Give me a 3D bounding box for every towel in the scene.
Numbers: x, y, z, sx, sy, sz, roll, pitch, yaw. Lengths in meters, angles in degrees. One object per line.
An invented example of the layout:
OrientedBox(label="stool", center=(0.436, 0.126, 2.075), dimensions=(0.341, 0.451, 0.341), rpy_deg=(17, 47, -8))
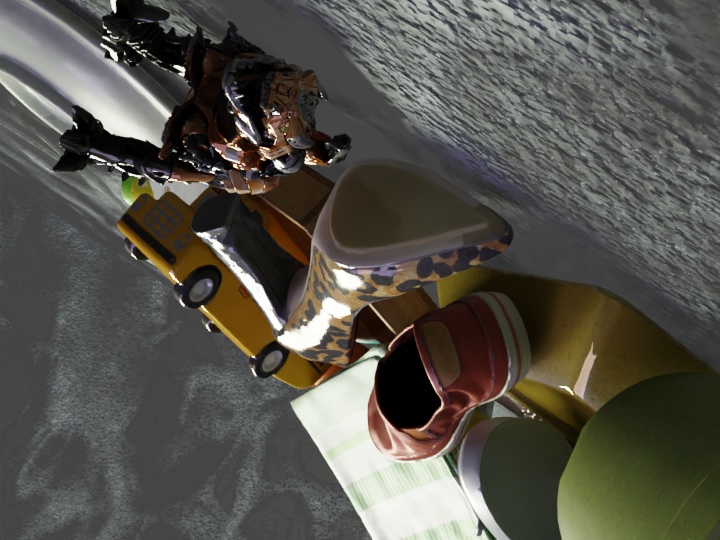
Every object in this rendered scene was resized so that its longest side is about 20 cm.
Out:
OrientedBox(label="towel", center=(0.034, 0.155, 0.871), dimensions=(0.201, 0.023, 0.152), rpy_deg=(59, 145, 4))

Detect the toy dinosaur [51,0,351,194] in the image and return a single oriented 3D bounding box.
OrientedBox(label="toy dinosaur", center=(-0.075, -0.071, 0.655), dimensions=(0.135, 0.103, 0.200), rpy_deg=(18, 152, -8))

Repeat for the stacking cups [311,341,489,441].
OrientedBox(label="stacking cups", center=(0.025, 0.088, 0.916), dimensions=(0.200, 0.061, 0.061), rpy_deg=(34, 173, 28))

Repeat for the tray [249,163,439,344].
OrientedBox(label="tray", center=(0.000, 0.000, 0.841), dimensions=(0.099, 0.037, 0.200), rpy_deg=(35, 170, 47))

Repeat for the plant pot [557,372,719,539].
OrientedBox(label="plant pot", center=(0.173, 0.124, 0.546), dimensions=(0.200, 0.200, 0.190), rpy_deg=(36, -179, -17))

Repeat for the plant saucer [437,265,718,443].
OrientedBox(label="plant saucer", center=(0.145, 0.075, 0.735), dimensions=(0.200, 0.049, 0.200), rpy_deg=(36, 171, -21))

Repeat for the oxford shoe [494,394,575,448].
OrientedBox(label="oxford shoe", center=(0.141, 0.115, 0.939), dimensions=(0.200, 0.073, 0.071), rpy_deg=(25, 170, 47))

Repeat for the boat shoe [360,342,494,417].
OrientedBox(label="boat shoe", center=(0.033, 0.088, 1.054), dimensions=(0.201, 0.065, 0.074), rpy_deg=(23, 150, -35))

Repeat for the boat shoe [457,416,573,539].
OrientedBox(label="boat shoe", center=(0.102, 0.134, 0.768), dimensions=(0.068, 0.074, 0.199), rpy_deg=(7, 165, 40))

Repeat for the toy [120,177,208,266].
OrientedBox(label="toy", center=(-0.119, -0.049, 0.989), dimensions=(0.047, 0.116, 0.200), rpy_deg=(-10, -161, -36))

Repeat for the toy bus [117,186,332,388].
OrientedBox(label="toy bus", center=(-0.075, 0.008, 0.840), dimensions=(0.065, 0.078, 0.200), rpy_deg=(39, 172, 34))

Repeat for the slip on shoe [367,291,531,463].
OrientedBox(label="slip on shoe", center=(0.032, 0.066, 0.730), dimensions=(0.200, 0.061, 0.074), rpy_deg=(127, 126, -65))

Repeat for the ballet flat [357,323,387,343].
OrientedBox(label="ballet flat", center=(-0.042, -0.004, 1.002), dimensions=(0.200, 0.068, 0.067), rpy_deg=(24, 144, 42))

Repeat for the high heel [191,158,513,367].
OrientedBox(label="high heel", center=(0.018, 0.009, 0.700), dimensions=(0.199, 0.072, 0.143), rpy_deg=(1, 144, 38))

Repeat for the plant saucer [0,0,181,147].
OrientedBox(label="plant saucer", center=(-0.197, -0.124, 0.891), dimensions=(0.200, 0.050, 0.200), rpy_deg=(35, 171, 7))
